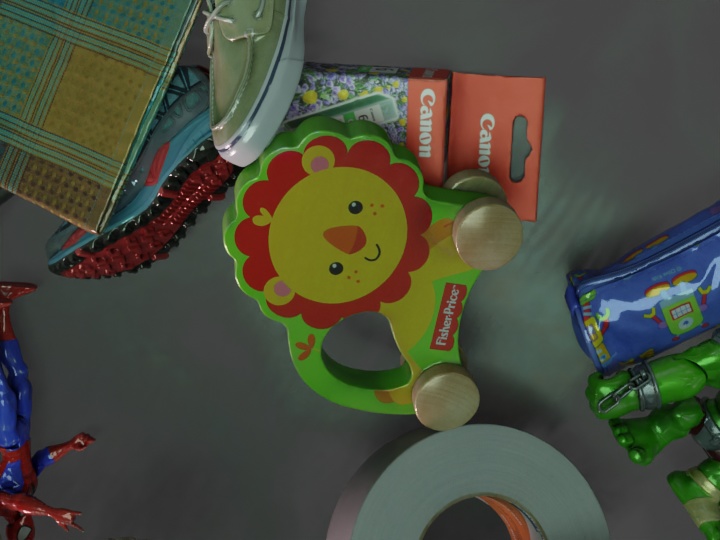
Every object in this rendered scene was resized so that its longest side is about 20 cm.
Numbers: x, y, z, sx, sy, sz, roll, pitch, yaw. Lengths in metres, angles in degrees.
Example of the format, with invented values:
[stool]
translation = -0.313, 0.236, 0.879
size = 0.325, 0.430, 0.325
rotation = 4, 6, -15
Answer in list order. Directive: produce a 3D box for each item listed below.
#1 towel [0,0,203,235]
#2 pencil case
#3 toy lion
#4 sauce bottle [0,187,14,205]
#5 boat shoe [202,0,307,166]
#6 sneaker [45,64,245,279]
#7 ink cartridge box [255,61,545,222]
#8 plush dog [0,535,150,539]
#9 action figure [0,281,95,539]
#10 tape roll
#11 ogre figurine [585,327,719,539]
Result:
[towel]
translation = -0.194, -0.143, 1.009
size = 0.146, 0.022, 0.202
rotation = 25, 94, 19
[pencil case]
translation = 0.234, -0.002, 1.006
size = 0.199, 0.078, 0.087
rotation = -27, 129, 13
[toy lion]
translation = 0.000, 0.000, 0.982
size = 0.189, 0.069, 0.202
rotation = 7, 115, -11
[sauce bottle]
translation = -0.321, -0.023, 1.075
size = 0.199, 0.066, 0.066
rotation = -34, 99, 16
[boat shoe]
translation = -0.074, -0.166, 0.962
size = 0.062, 0.072, 0.202
rotation = 23, 65, -32
[sneaker]
translation = -0.155, -0.069, 1.050
size = 0.199, 0.079, 0.096
rotation = -37, 63, 26
[ink cartridge box]
translation = 0.026, -0.084, 1.024
size = 0.198, 0.050, 0.110
rotation = 4, 106, 7
[plush dog]
translation = -0.225, 0.264, 1.089
size = 0.198, 0.172, 0.162
rotation = 6, 87, 10
[action figure]
translation = -0.238, 0.116, 1.102
size = 0.098, 0.065, 0.202
rotation = 7, 106, 14
[tape roll]
translation = 0.075, 0.209, 1.042
size = 0.198, 0.066, 0.203
rotation = 2, 84, -18
[ogre figurine]
translation = 0.254, 0.110, 1.025
size = 0.120, 0.098, 0.200
rotation = -40, 99, 15
